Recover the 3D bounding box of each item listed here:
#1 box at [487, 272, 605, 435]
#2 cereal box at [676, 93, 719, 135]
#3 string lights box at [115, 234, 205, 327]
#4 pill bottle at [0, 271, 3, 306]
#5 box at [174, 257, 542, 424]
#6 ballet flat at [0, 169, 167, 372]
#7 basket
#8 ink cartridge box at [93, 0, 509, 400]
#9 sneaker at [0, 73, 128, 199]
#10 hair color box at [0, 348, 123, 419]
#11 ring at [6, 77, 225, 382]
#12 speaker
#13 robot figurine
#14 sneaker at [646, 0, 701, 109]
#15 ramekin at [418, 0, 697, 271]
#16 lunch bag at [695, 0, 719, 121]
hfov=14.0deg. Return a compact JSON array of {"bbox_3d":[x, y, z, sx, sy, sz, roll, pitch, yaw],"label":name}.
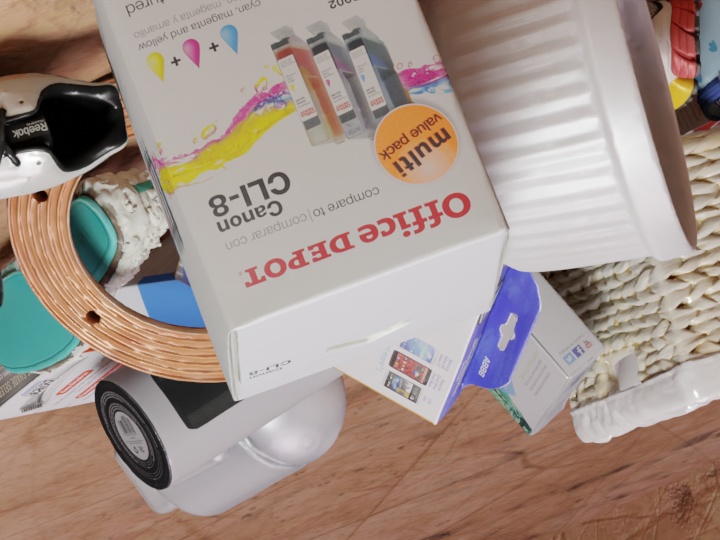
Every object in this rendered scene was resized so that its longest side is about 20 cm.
[{"bbox_3d":[0.062,0.003,1.816,0.036,0.200,0.144,-37,170,-16],"label":"box"},{"bbox_3d":[0.196,-0.076,2.047,0.200,0.040,0.144,-28,165,22],"label":"cereal box"},{"bbox_3d":[-0.041,0.002,1.748,0.200,0.059,0.103,-7,-157,36],"label":"string lights box"},{"bbox_3d":[-0.289,0.008,1.482,0.199,0.112,0.112,-18,166,-16],"label":"pill bottle"},{"bbox_3d":[0.000,0.000,1.624,0.041,0.200,0.119,-46,161,-48],"label":"box"},{"bbox_3d":[-0.159,0.000,1.709,0.072,0.072,0.200,-12,162,-34],"label":"ballet flat"},{"bbox_3d":[0.227,-0.001,1.817,0.199,0.161,0.198,-18,175,-19],"label":"basket"},{"bbox_3d":[-0.030,-0.062,1.422,0.145,0.200,0.145,-20,166,-7],"label":"ink cartridge box"},{"bbox_3d":[-0.198,-0.063,1.411,0.080,0.074,0.200,-8,-172,46],"label":"sneaker"},{"bbox_3d":[-0.150,0.037,1.904,0.200,0.064,0.111,-11,162,-42],"label":"hair color box"},{"bbox_3d":[-0.093,-0.024,1.585,0.200,0.201,0.019,-29,-153,26],"label":"ring"},{"bbox_3d":[-0.066,0.055,1.848,0.200,0.081,0.081,-32,171,-26],"label":"speaker"},{"bbox_3d":[-0.091,0.107,2.149,0.200,0.113,0.170,-32,-169,34],"label":"robot figurine"},{"bbox_3d":[0.143,-0.120,1.771,0.082,0.078,0.200,5,162,-10],"label":"sneaker"},{"bbox_3d":[0.102,-0.094,1.533,0.105,0.201,0.200,-14,168,11],"label":"ramekin"},{"bbox_3d":[0.296,-0.165,1.786,0.200,0.083,0.161,-11,160,-42],"label":"lunch bag"}]
